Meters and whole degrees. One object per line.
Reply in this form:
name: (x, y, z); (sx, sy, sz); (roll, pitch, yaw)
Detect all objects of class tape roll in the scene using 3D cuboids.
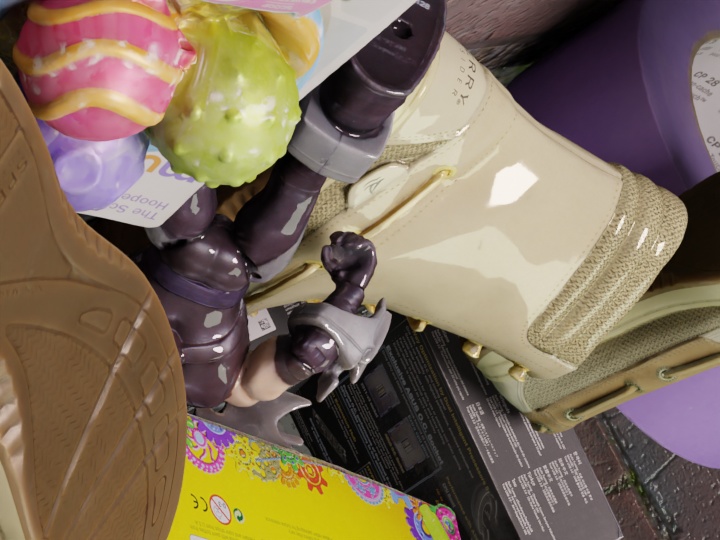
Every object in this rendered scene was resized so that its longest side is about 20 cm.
tape roll: (0.153, -0.023, 0.976); (0.085, 0.201, 0.199); (-33, 171, 32)

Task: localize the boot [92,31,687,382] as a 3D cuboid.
boot: (0.000, 0.000, 0.805); (0.155, 0.073, 0.200); (29, 128, -32)

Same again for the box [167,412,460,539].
box: (-0.084, 0.149, 0.726); (0.192, 0.123, 0.199); (-32, 147, 26)

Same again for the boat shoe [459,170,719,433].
boat shoe: (0.130, 0.012, 0.844); (0.200, 0.063, 0.073); (-22, -152, 34)

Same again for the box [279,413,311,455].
box: (0.072, 0.010, 1.146); (0.199, 0.131, 0.199); (-23, 171, -33)

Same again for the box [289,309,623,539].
box: (0.021, 0.053, 0.996); (0.049, 0.201, 0.158); (-20, 168, -27)

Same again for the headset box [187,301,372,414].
headset box: (-0.085, 0.033, 0.952); (0.148, 0.075, 0.200); (-25, 171, -24)

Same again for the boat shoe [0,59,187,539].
boat shoe: (-0.096, 0.012, 0.543); (0.072, 0.064, 0.201); (-59, 147, -34)

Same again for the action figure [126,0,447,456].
action figure: (-0.043, -0.012, 0.696); (0.129, 0.070, 0.200); (16, 140, -15)

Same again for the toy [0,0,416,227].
toy: (-0.045, -0.051, 0.530); (0.114, 0.048, 0.200); (14, 143, -33)
